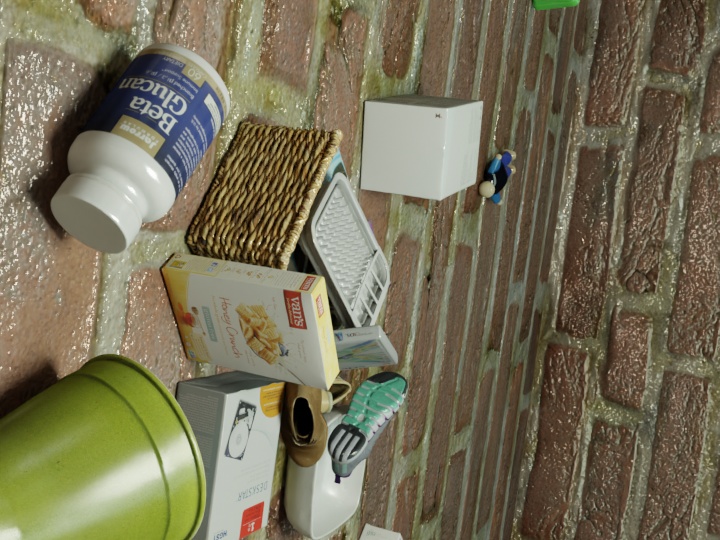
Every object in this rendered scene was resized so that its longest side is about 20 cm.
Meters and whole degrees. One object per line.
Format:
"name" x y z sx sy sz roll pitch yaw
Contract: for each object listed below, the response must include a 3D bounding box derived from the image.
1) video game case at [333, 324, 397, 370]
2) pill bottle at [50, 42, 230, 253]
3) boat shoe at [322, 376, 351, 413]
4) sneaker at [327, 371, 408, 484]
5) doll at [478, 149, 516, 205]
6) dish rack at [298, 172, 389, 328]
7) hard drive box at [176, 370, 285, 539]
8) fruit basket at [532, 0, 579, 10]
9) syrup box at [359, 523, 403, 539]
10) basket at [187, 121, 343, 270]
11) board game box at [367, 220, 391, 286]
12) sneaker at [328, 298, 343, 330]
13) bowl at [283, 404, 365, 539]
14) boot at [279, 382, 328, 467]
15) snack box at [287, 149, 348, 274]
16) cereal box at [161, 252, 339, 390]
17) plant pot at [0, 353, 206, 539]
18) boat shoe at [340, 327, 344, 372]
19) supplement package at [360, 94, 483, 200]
"video game case" -0.048 0.115 1.261 0.200 0.180 0.022 60 23 -72
"pill bottle" -0.217 -0.119 0.896 0.112 0.110 0.201 70 36 -49
"boat shoe" -0.077 0.194 1.390 0.200 0.075 0.073 -26 125 -60
"sneaker" 0.007 0.247 1.454 0.200 0.074 0.088 -44 152 -40
"doll" 0.342 -0.229 2.260 0.200 0.048 0.138 -46 138 -54
"dish rack" -0.026 -0.021 1.304 0.201 0.043 0.172 64 29 -28
"hard drive box" -0.176 0.242 1.177 0.156 0.076 0.203 -1 100 -66
"fruit basket" 0.546 -0.779 2.395 0.215 0.154 0.219 -10 103 -51
"syrup box" 0.016 0.605 1.765 0.082 0.078 0.201 75 33 -44
"basket" -0.099 -0.069 1.149 0.143 0.147 0.202 64 40 -54
"board game box" 0.000 0.000 1.460 0.200 0.032 0.121 -48 125 -69
"sneaker" -0.059 0.074 1.364 0.200 0.089 0.068 -38 123 -59
"bowl" -0.060 0.319 1.483 0.200 0.074 0.202 -6 104 -67
"boot" -0.083 0.221 1.268 0.076 0.073 0.202 -90 -179 -49
"snack box" -0.070 -0.075 1.355 0.117 0.037 0.201 71 36 -51
"cereal box" -0.127 0.059 1.064 0.040 0.198 0.145 -55 145 -46
"plant pot" -0.276 0.202 0.810 0.192 0.199 0.203 -23 120 -50
"boat shoe" -0.033 0.097 1.476 0.075 0.074 0.203 -55 -179 34
"supplement package" 0.109 -0.220 1.580 0.200 0.149 0.154 -29 125 -62
